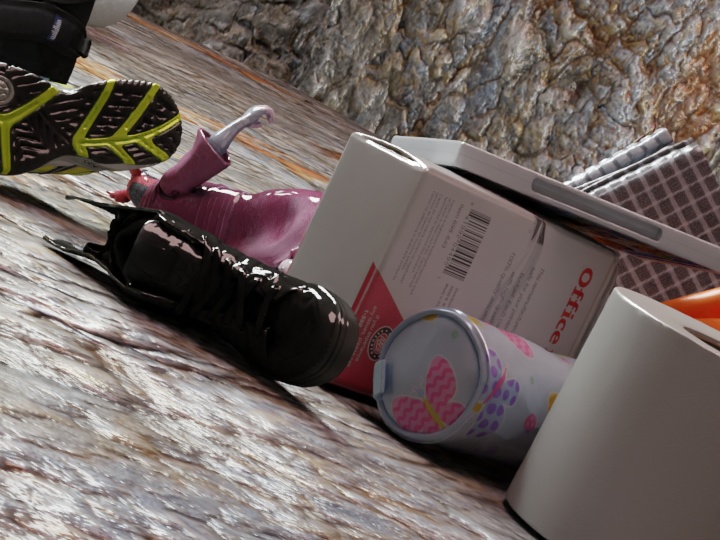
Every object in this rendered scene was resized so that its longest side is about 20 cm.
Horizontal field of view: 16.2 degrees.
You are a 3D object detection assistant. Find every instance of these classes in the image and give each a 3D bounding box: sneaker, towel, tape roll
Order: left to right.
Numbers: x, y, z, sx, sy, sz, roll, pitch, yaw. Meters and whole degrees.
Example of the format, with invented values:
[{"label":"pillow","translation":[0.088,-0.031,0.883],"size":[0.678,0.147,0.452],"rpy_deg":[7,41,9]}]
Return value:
[{"label":"sneaker","translation":[-0.218,-0.089,1.644],"size":[0.199,0.076,0.076],"rpy_deg":[7,-14,-29]},{"label":"sneaker","translation":[-0.093,0.008,1.454],"size":[0.104,0.060,0.200],"rpy_deg":[25,1,-37]},{"label":"towel","translation":[0.213,0.015,1.885],"size":[0.201,0.165,0.086],"rpy_deg":[63,-1,-10]},{"label":"tape roll","translation":[0.201,0.116,1.441],"size":[0.202,0.140,0.203],"rpy_deg":[28,5,-3]}]

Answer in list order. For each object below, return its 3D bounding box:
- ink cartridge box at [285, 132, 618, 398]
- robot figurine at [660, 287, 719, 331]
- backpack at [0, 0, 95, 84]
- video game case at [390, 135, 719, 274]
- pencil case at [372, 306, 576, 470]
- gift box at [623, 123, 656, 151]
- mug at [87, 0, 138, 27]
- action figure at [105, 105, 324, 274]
[{"label":"ink cartridge box","translation":[0.054,0.016,1.601],"size":[0.200,0.146,0.085],"rpy_deg":[23,5,-43]},{"label":"robot figurine","translation":[0.217,0.087,1.672],"size":[0.199,0.117,0.144],"rpy_deg":[0,23,14]},{"label":"backpack","translation":[-0.330,-0.250,2.202],"size":[0.153,0.164,0.200],"rpy_deg":[21,10,21]},{"label":"video game case","translation":[0.128,-0.044,1.655],"size":[0.199,0.018,0.143],"rpy_deg":[21,-2,-18]},{"label":"pencil case","translation":[0.094,0.081,1.540],"size":[0.090,0.084,0.200],"rpy_deg":[9,-8,39]},{"label":"gift box","translation":[0.239,-0.002,2.043],"size":[0.186,0.201,0.185],"rpy_deg":[27,1,5]},{"label":"mug","translation":[-0.395,-0.384,3.151],"size":[0.199,0.149,0.175],"rpy_deg":[-5,-7,34]},{"label":"action figure","translation":[-0.087,-0.021,1.693],"size":[0.199,0.134,0.149],"rpy_deg":[16,47,18]}]
